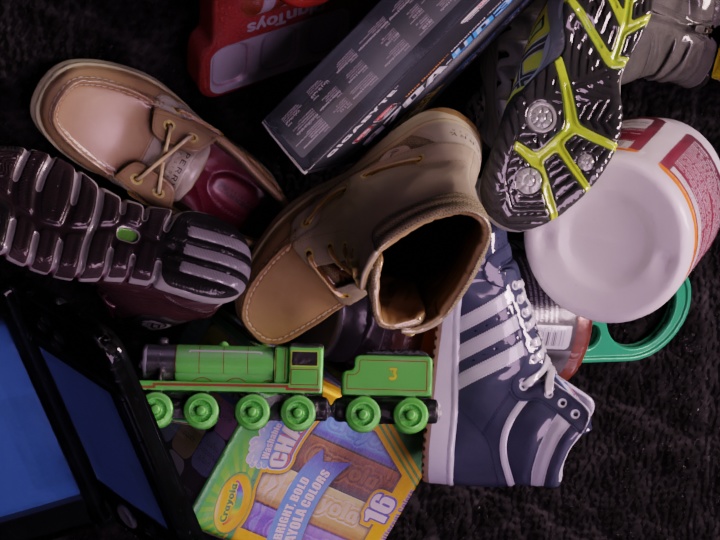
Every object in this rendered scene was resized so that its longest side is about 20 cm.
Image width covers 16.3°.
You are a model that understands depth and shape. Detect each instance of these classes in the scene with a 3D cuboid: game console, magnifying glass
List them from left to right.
[{"bbox_3d":[-0.206,0.116,1.568,0.116,0.176,0.201,-36,128,-22],"label":"game console"},{"bbox_3d":[0.158,0.050,1.848,0.199,0.022,0.080,-27,122,-20],"label":"magnifying glass"}]

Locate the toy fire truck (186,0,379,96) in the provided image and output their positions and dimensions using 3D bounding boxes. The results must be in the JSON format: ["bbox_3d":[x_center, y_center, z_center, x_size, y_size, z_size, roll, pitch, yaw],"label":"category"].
[{"bbox_3d":[-0.017,-0.201,1.596,0.199,0.112,0.168,-21,145,-23],"label":"toy fire truck"}]

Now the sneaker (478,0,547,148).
[{"bbox_3d":[0.112,-0.172,1.696,0.075,0.081,0.201,8,87,-19],"label":"sneaker"}]

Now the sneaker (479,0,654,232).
[{"bbox_3d":[0.132,-0.112,1.615,0.075,0.076,0.201,28,76,-9],"label":"sneaker"}]

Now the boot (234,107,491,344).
[{"bbox_3d":[0.000,0.000,1.551,0.200,0.156,0.073,-38,113,15],"label":"boot"}]

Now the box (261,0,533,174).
[{"bbox_3d":[0.042,-0.149,1.585,0.200,0.046,0.159,-44,173,17],"label":"box"}]

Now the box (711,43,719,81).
[{"bbox_3d":[0.349,-0.151,1.822,0.199,0.070,0.065,2,110,-42],"label":"box"}]

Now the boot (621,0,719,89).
[{"bbox_3d":[0.206,-0.219,1.742,0.130,0.068,0.201,-9,120,-35],"label":"boot"}]

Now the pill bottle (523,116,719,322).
[{"bbox_3d":[0.186,-0.041,1.709,0.200,0.114,0.115,-36,141,-69],"label":"pill bottle"}]

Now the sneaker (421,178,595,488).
[{"bbox_3d":[0.103,0.045,1.624,0.108,0.070,0.201,8,97,9],"label":"sneaker"}]

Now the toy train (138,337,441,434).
[{"bbox_3d":[-0.048,0.073,1.570,0.199,0.042,0.057,2,86,-1],"label":"toy train"}]

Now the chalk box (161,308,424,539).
[{"bbox_3d":[-0.072,0.108,1.671,0.200,0.124,0.124,28,95,-37],"label":"chalk box"}]

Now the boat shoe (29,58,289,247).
[{"bbox_3d":[-0.118,-0.073,1.601,0.199,0.066,0.074,26,96,-36],"label":"boat shoe"}]

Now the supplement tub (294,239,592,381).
[{"bbox_3d":[0.053,0.029,1.722,0.199,0.107,0.108,3,109,-31],"label":"supplement tub"}]

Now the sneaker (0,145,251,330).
[{"bbox_3d":[-0.175,-0.006,1.598,0.199,0.116,0.076,21,64,-6],"label":"sneaker"}]
